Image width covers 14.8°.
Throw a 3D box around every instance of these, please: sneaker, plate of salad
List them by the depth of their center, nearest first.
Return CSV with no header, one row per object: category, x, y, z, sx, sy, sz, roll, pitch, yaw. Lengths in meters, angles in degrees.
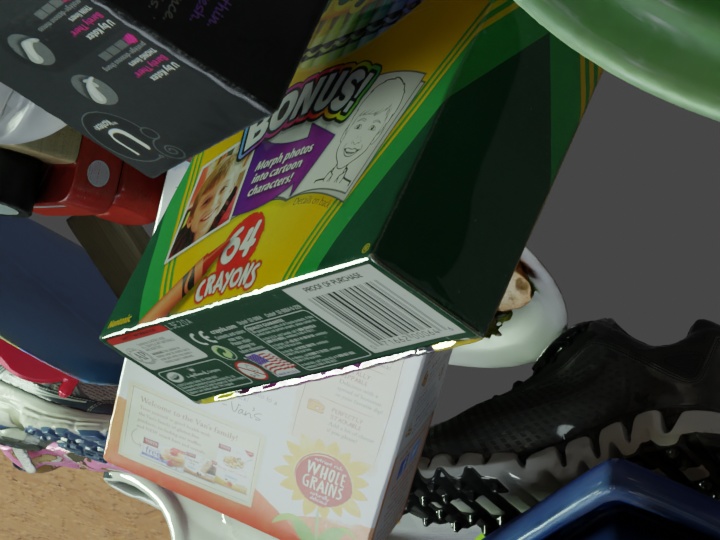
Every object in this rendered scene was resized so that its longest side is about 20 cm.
sneaker,0.096,0.068,1.287,0.200,0.091,0.066,-12,143,31
plate of salad,0.000,0.000,1.299,0.200,0.048,0.200,20,156,9
sneaker,-0.148,0.053,1.461,0.200,0.085,0.077,9,167,35
sneaker,-0.064,0.155,1.568,0.200,0.071,0.073,40,174,30

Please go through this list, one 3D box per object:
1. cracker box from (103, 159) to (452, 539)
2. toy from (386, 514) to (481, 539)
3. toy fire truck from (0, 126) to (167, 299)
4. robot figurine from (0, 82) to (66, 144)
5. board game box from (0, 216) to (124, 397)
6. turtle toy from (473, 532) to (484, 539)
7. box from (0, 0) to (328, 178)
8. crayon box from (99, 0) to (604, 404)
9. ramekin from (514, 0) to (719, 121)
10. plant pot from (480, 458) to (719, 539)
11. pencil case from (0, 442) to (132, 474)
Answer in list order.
cracker box,-0.027,0.021,1.229,0.134,0.058,0.200,24,124,12
toy,0.031,0.112,1.488,0.115,0.047,0.200,2,166,10
toy fire truck,-0.132,-0.040,1.282,0.200,0.129,0.176,16,170,-37
robot figurine,-0.177,-0.112,1.096,0.200,0.170,0.113,7,-160,-26
board game box,-0.161,0.027,1.373,0.158,0.039,0.200,38,-165,26
turtle toy,0.131,0.141,1.377,0.146,0.101,0.200,32,134,-33
box,-0.111,-0.143,1.011,0.200,0.122,0.106,33,154,-19
crayon box,0.003,-0.046,1.043,0.058,0.173,0.200,35,154,-23
ramekin,0.132,-0.132,0.836,0.200,0.098,0.200,20,156,9
plant pot,0.123,0.208,1.232,0.200,0.180,0.200,24,138,-27
pencil case,-0.111,0.082,1.523,0.200,0.087,0.083,5,156,35
